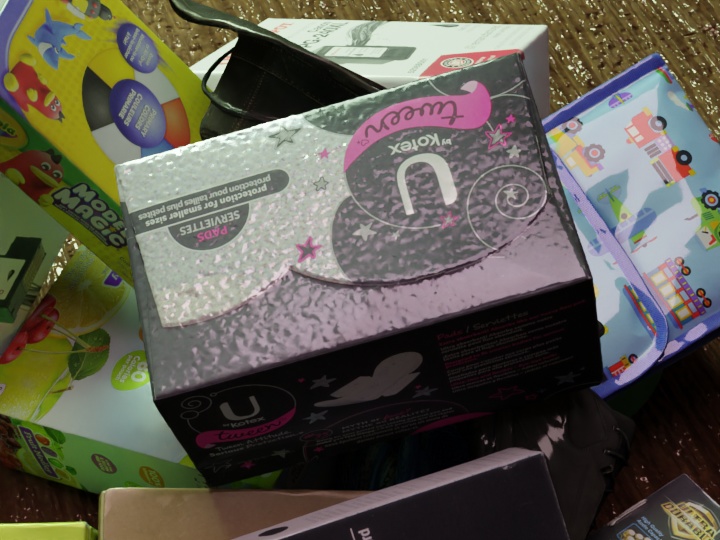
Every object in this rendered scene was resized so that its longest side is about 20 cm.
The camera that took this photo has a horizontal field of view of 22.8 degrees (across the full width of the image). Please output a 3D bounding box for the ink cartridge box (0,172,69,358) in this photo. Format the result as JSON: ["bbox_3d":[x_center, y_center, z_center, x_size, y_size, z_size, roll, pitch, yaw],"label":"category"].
[{"bbox_3d":[-0.246,-0.035,1.023,0.146,0.200,0.084,34,10,38],"label":"ink cartridge box"}]

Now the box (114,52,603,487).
[{"bbox_3d":[0.000,0.000,0.837,0.200,0.115,0.132,-15,61,1],"label":"box"}]

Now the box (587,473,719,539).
[{"bbox_3d":[0.170,0.213,0.891,0.159,0.046,0.200,-29,52,-24],"label":"box"}]

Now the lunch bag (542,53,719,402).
[{"bbox_3d":[0.116,-0.003,0.989,0.200,0.094,0.151,-28,78,-22],"label":"lunch bag"}]

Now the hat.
[{"bbox_3d":[-0.027,-0.072,0.945,0.201,0.201,0.081,26,94,23],"label":"hat"}]

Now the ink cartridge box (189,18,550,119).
[{"bbox_3d":[0.006,-0.103,1.122,0.200,0.083,0.145,4,22,19],"label":"ink cartridge box"}]

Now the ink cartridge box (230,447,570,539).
[{"bbox_3d":[0.016,0.200,0.786,0.200,0.043,0.198,-16,87,-16],"label":"ink cartridge box"}]

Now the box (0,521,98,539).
[{"bbox_3d":[-0.227,0.154,0.896,0.200,0.122,0.048,-1,76,0],"label":"box"}]

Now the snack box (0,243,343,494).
[{"bbox_3d":[-0.089,0.052,1.001,0.200,0.068,0.169,12,53,25],"label":"snack box"}]

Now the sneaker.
[{"bbox_3d":[0.093,0.106,0.880,0.091,0.076,0.200,-2,74,-3],"label":"sneaker"}]

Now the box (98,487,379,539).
[{"bbox_3d":[-0.043,0.203,0.843,0.163,0.021,0.200,2,72,-10],"label":"box"}]

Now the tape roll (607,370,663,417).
[{"bbox_3d":[0.088,0.020,1.080,0.200,0.048,0.201,0,46,0],"label":"tape roll"}]

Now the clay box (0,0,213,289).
[{"bbox_3d":[-0.125,-0.069,0.943,0.048,0.200,0.115,-24,34,38],"label":"clay box"}]

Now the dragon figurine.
[{"bbox_3d":[0.027,0.106,0.938,0.099,0.059,0.200,15,69,-39],"label":"dragon figurine"}]
